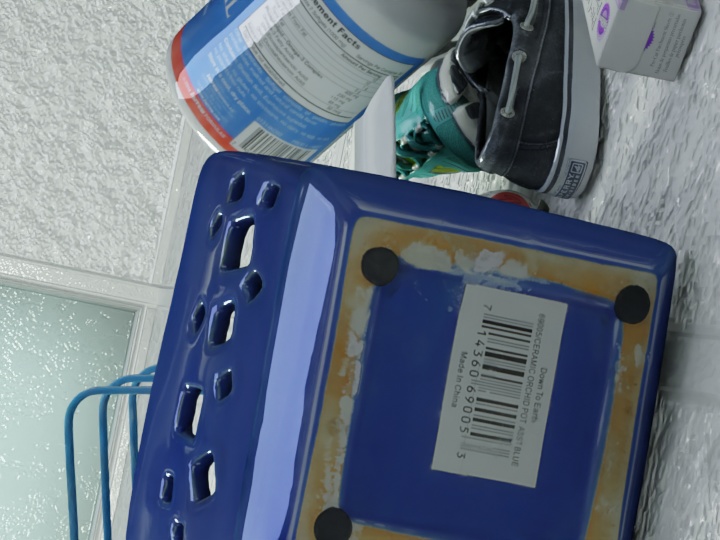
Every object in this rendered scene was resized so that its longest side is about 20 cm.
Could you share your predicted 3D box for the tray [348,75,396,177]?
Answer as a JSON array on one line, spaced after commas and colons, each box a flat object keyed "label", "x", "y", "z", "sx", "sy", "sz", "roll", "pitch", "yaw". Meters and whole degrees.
[{"label": "tray", "x": 0.000, "y": 0.000, "z": 1.273, "sx": 0.108, "sy": 0.022, "sz": 0.200, "roll": -89, "pitch": 4, "yaw": -47}]

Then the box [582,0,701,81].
[{"label": "box", "x": 0.126, "y": -0.160, "z": 1.107, "sx": 0.200, "sy": 0.039, "sz": 0.042, "roll": -93, "pitch": 16, "yaw": -54}]

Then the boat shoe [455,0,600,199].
[{"label": "boat shoe", "x": 0.084, "y": -0.119, "z": 1.207, "sx": 0.072, "sy": 0.068, "sz": 0.200, "roll": 113, "pitch": 166, "yaw": -46}]

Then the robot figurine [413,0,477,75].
[{"label": "robot figurine", "x": 0.034, "y": -0.203, "z": 1.435, "sx": 0.125, "sy": 0.150, "sz": 0.200, "roll": 54, "pitch": 152, "yaw": 13}]

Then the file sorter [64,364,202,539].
[{"label": "file sorter", "x": -0.074, "y": 0.115, "z": 1.344, "sx": 0.200, "sy": 0.138, "sz": 0.123, "roll": -17, "pitch": -73, "yaw": -73}]

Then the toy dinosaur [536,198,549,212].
[{"label": "toy dinosaur", "x": 0.052, "y": 0.068, "z": 1.141, "sx": 0.200, "sy": 0.047, "sz": 0.088, "roll": -53, "pitch": -35, "yaw": -10}]

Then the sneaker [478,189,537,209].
[{"label": "sneaker", "x": 0.051, "y": -0.007, "z": 1.239, "sx": 0.200, "sy": 0.078, "sz": 0.082, "roll": 130, "pitch": 152, "yaw": -69}]

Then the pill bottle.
[{"label": "pill bottle", "x": -0.010, "y": -0.150, "z": 1.311, "sx": 0.200, "sy": 0.112, "sz": 0.112, "roll": -39, "pitch": 31, "yaw": 30}]

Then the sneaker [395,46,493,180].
[{"label": "sneaker", "x": 0.042, "y": -0.075, "z": 1.311, "sx": 0.078, "sy": 0.079, "sz": 0.200, "roll": 61, "pitch": 177, "yaw": -3}]

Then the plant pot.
[{"label": "plant pot", "x": 0.024, "y": 0.055, "z": 1.006, "sx": 0.180, "sy": 0.199, "sz": 0.201, "roll": 178, "pitch": 103, "yaw": -72}]
